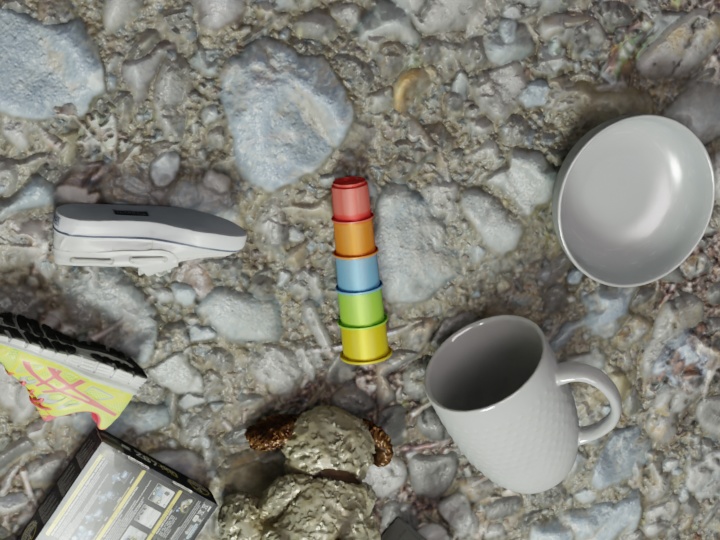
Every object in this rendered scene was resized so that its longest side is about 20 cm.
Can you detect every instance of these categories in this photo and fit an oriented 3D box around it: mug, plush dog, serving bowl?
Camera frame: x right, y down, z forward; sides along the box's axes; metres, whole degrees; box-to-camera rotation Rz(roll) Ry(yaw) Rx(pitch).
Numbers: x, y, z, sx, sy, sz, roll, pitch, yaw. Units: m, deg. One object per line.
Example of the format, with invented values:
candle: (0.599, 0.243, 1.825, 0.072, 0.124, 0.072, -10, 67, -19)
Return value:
mug: (0.195, 0.157, 1.781, 0.199, 0.148, 0.176, -14, 128, 23)
plush dog: (-0.043, 0.236, 1.751, 0.199, 0.160, 0.173, 9, 78, -24)
serving bowl: (0.300, -0.085, 1.801, 0.198, 0.066, 0.202, -6, 109, -19)

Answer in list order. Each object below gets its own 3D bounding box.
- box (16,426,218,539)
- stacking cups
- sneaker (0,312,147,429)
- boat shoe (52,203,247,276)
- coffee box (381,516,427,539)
box: (-0.275, 0.294, 1.724, 0.161, 0.049, 0.201, 32, 94, -28)
stacking cups: (0.000, 0.000, 1.721, 0.060, 0.060, 0.202, -10, 110, -17)
sneaker: (-0.322, 0.111, 1.631, 0.199, 0.078, 0.091, 24, 100, -26)
boat shoe: (-0.218, -0.027, 1.634, 0.198, 0.074, 0.066, 6, 110, -11)
coffee box: (0.021, 0.402, 1.833, 0.200, 0.113, 0.080, -47, 116, 1)
